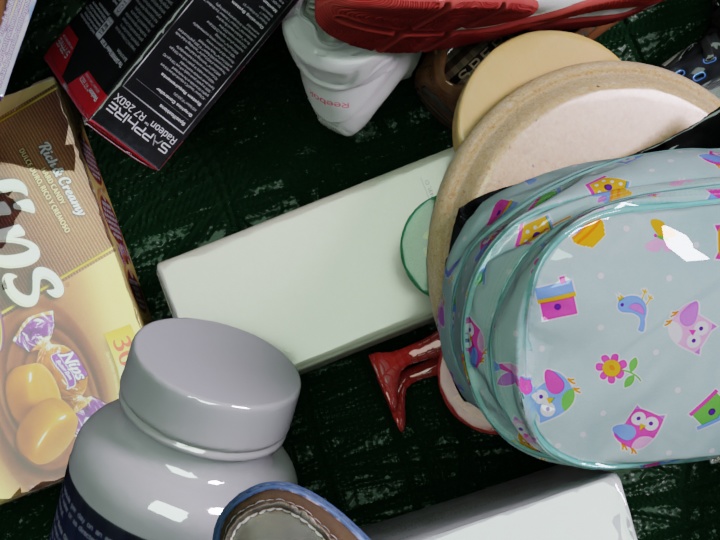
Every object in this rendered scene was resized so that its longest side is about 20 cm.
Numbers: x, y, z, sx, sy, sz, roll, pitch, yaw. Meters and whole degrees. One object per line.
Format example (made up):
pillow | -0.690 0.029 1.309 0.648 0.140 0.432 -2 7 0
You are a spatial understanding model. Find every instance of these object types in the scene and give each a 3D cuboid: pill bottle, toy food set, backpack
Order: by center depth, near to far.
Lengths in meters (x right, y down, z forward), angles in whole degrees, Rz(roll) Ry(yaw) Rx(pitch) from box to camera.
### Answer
backpack | 0.135 0.013 0.710 0.199 0.127 0.168 -5 96 -11
pill bottle | -0.093 0.130 0.780 0.110 0.111 0.201 18 112 1
toy food set | 0.119 -0.004 0.794 0.199 0.049 0.199 22 86 -14

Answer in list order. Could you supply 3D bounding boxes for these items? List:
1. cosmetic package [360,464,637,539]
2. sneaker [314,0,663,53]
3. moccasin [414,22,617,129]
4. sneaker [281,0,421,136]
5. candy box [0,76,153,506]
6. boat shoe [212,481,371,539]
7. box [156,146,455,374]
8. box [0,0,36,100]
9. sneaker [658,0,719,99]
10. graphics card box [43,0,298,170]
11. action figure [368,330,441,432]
cosmetic package | 0.059 0.195 0.767 0.164 0.200 0.166 -18 85 -1
sneaker | 0.056 -0.172 0.772 0.199 0.078 0.116 -9 84 -35
moccasin | 0.108 -0.159 0.857 0.201 0.078 0.074 -39 84 -10
sneaker | 0.013 -0.156 0.862 0.078 0.100 0.201 24 60 12
candy box | -0.178 0.013 0.854 0.116 0.056 0.201 -20 87 -1
boat shoe | 0.005 0.173 0.633 0.072 0.072 0.201 -32 85 -2
box | 0.000 0.000 0.850 0.199 0.068 0.083 -20 86 -2
box | -0.206 -0.188 0.763 0.136 0.039 0.201 22 67 -20
sneaker | 0.199 -0.141 0.861 0.111 0.073 0.201 -16 87 -3
graphics card box | -0.072 -0.156 0.815 0.051 0.125 0.200 36 95 -29
action figure | 0.106 0.032 0.852 0.199 0.066 0.052 -24 63 -1
